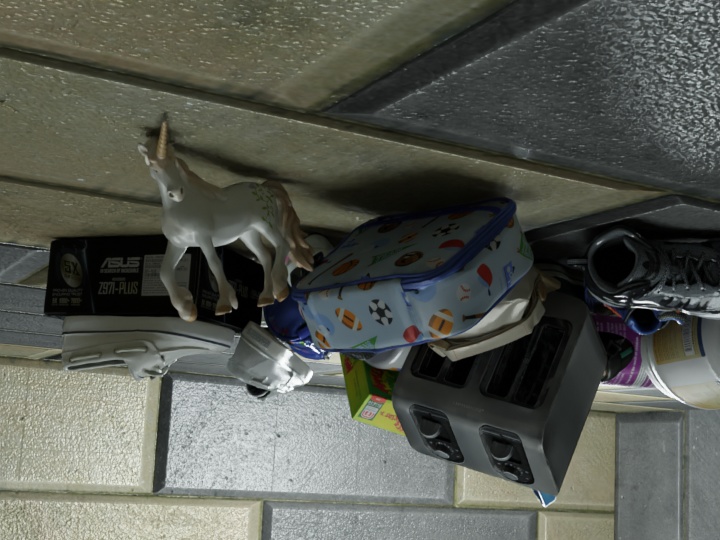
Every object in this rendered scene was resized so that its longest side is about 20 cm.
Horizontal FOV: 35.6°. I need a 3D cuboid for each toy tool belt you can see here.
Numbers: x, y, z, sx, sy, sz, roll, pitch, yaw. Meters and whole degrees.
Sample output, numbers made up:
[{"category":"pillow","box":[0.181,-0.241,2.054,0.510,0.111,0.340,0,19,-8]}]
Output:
[{"category":"toy tool belt","box":[0.092,0.031,1.117,0.197,0.127,0.122,-16,163,25]}]

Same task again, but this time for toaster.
[{"category":"toaster","box":[0.152,0.109,1.169,0.178,0.202,0.119,13,153,30]}]

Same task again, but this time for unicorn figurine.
[{"category":"unicorn figurine","box":[-0.113,-0.036,0.874,0.073,0.140,0.199,-12,180,24]}]

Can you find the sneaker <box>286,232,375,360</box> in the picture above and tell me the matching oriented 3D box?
[{"category":"sneaker","box":[-0.027,0.053,1.187,0.079,0.087,0.200,-28,142,10]}]

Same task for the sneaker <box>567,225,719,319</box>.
[{"category":"sneaker","box":[0.290,0.002,1.037,0.197,0.077,0.113,0,173,30]}]

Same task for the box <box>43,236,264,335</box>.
[{"category":"box","box":[-0.232,0.021,1.282,0.196,0.088,0.163,-1,168,22]}]

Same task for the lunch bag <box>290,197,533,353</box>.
[{"category":"lunch bag","box":[0.042,-0.001,0.966,0.198,0.077,0.160,-5,-151,45]}]

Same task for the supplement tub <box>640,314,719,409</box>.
[{"category":"supplement tub","box":[0.407,0.079,1.245,0.141,0.147,0.200,5,170,-9]}]

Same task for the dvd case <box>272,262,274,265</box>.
[{"category":"dvd case","box":[0.000,0.000,1.293,0.141,0.018,0.199,11,167,-34]}]

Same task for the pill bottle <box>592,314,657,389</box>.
[{"category":"pill bottle","box":[0.300,0.092,1.448,0.196,0.115,0.112,4,170,-6]}]

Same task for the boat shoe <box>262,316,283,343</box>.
[{"category":"boat shoe","box":[-0.130,0.079,1.580,0.073,0.088,0.202,0,169,16]}]

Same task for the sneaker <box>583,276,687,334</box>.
[{"category":"sneaker","box":[0.291,0.030,1.193,0.074,0.080,0.200,5,170,-9]}]

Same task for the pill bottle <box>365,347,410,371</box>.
[{"category":"pill bottle","box":[0.099,0.078,1.432,0.197,0.114,0.111,11,167,-37]}]

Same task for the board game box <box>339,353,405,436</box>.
[{"category":"board game box","box":[0.027,0.121,1.460,0.100,0.201,0.048,20,121,-24]}]

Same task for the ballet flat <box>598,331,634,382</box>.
[{"category":"ballet flat","box":[0.248,0.095,1.319,0.067,0.069,0.199,-20,-166,-26]}]

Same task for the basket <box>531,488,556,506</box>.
[{"category":"basket","box":[0.160,0.171,1.312,0.138,0.201,0.177,-35,147,-6]}]

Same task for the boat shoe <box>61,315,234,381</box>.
[{"category":"boat shoe","box":[-0.230,0.085,1.198,0.196,0.067,0.072,2,169,10]}]

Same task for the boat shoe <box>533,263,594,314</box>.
[{"category":"boat shoe","box":[0.232,0.037,1.304,0.073,0.064,0.199,-4,169,28]}]

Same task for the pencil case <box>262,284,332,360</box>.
[{"category":"pencil case","box":[-0.065,0.061,1.352,0.077,0.088,0.200,-31,168,-2]}]

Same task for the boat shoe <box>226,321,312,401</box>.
[{"category":"boat shoe","box":[-0.106,0.115,1.289,0.072,0.069,0.200,37,174,10]}]
